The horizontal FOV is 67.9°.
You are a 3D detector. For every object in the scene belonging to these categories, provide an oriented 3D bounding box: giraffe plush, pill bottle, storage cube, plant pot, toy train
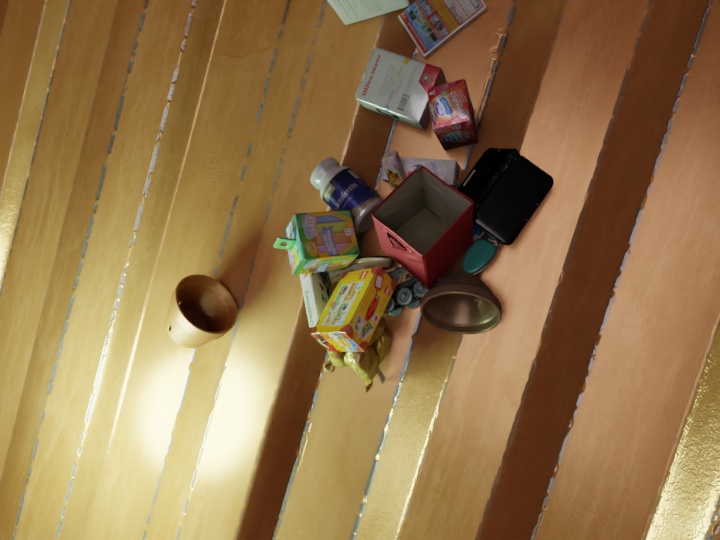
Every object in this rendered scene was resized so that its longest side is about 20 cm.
[{"bbox_3d":[-0.021,0.211,1.434,0.159,0.173,0.204,13,127,29],"label":"giraffe plush"},{"bbox_3d":[-0.039,-0.207,1.452,0.200,0.115,0.116,45,103,16],"label":"pill bottle"},{"bbox_3d":[0.150,-0.099,1.270,0.200,0.181,0.170,-45,64,-11],"label":"storage cube"},{"bbox_3d":[-0.482,0.134,1.577,0.140,0.199,0.202,-42,76,32],"label":"plant pot"},{"bbox_3d":[0.116,0.042,1.411,0.197,0.085,0.116,-26,67,20],"label":"toy train"},{"bbox_3d":[0.249,0.070,1.324,0.196,0.202,0.094,-2,55,20],"label":"plant pot"}]

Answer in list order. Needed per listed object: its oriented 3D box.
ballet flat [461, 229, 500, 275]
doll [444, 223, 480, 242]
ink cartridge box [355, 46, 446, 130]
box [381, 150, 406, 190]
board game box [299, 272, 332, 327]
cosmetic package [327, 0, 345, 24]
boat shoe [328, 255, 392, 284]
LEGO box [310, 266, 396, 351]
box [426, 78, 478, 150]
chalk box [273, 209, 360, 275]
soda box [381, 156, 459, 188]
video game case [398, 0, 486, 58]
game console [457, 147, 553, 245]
[{"bbox_3d":[0.325,-0.070,1.338,0.070,0.065,0.202,36,93,24],"label":"ballet flat"},{"bbox_3d":[0.245,-0.113,1.381,0.200,0.048,0.137,-46,76,14],"label":"doll"},{"bbox_3d":[0.107,-0.484,1.422,0.197,0.083,0.148,26,98,19],"label":"ink cartridge box"},{"bbox_3d":[0.106,-0.207,1.381,0.038,0.042,0.203,-10,120,24],"label":"box"},{"bbox_3d":[-0.119,0.050,1.468,0.034,0.126,0.205,-13,84,19],"label":"board game box"},{"bbox_3d":[0.014,-0.794,1.420,0.196,0.166,0.172,-8,86,18],"label":"cosmetic package"},{"bbox_3d":[0.000,0.000,1.460,0.196,0.074,0.068,-8,89,30],"label":"boat shoe"},{"bbox_3d":[-0.017,0.098,1.342,0.147,0.077,0.202,-10,44,49],"label":"LEGO box"},{"bbox_3d":[0.229,-0.376,1.312,0.093,0.200,0.102,-9,86,17],"label":"box"},{"bbox_3d":[-0.120,-0.069,1.362,0.196,0.124,0.127,-8,75,-24],"label":"chalk box"},{"bbox_3d":[0.158,-0.258,1.406,0.196,0.068,0.065,8,92,19],"label":"soda box"},{"bbox_3d":[0.216,-0.686,1.422,0.198,0.017,0.145,-34,78,16],"label":"video game case"},{"bbox_3d":[0.338,-0.186,1.318,0.116,0.175,0.201,39,86,-27],"label":"game console"}]
